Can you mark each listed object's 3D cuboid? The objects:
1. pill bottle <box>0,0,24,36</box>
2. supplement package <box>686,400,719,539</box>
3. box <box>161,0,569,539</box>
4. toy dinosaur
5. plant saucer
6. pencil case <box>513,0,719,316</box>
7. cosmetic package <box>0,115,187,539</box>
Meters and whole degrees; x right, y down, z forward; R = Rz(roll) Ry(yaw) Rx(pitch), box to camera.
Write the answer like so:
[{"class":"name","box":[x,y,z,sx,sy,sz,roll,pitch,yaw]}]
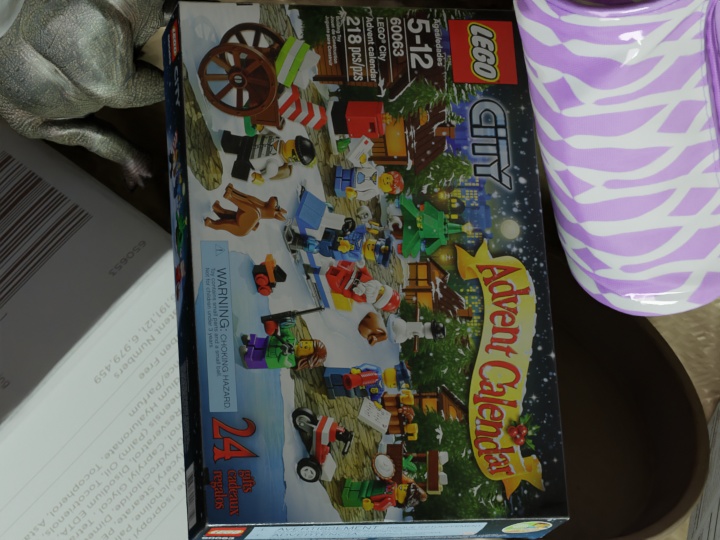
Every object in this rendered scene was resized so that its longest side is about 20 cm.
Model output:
[{"class":"pill bottle","box":[-0.223,-0.148,1.042,0.199,0.112,0.112,8,147,10]},{"class":"supplement package","box":[0.245,0.136,1.239,0.199,0.156,0.111,14,148,1]},{"class":"box","box":[0.000,0.000,1.061,0.136,0.201,0.038,0,163,-14]},{"class":"toy dinosaur","box":[-0.109,-0.088,1.120,0.102,0.077,0.200,20,154,-33]},{"class":"plant saucer","box":[0.046,0.047,1.149,0.200,0.200,0.030,21,126,-9]},{"class":"pencil case","box":[0.107,-0.062,1.062,0.085,0.084,0.200,22,153,27]},{"class":"cosmetic package","box":[-0.133,0.069,1.226,0.167,0.166,0.200,33,165,43]}]
